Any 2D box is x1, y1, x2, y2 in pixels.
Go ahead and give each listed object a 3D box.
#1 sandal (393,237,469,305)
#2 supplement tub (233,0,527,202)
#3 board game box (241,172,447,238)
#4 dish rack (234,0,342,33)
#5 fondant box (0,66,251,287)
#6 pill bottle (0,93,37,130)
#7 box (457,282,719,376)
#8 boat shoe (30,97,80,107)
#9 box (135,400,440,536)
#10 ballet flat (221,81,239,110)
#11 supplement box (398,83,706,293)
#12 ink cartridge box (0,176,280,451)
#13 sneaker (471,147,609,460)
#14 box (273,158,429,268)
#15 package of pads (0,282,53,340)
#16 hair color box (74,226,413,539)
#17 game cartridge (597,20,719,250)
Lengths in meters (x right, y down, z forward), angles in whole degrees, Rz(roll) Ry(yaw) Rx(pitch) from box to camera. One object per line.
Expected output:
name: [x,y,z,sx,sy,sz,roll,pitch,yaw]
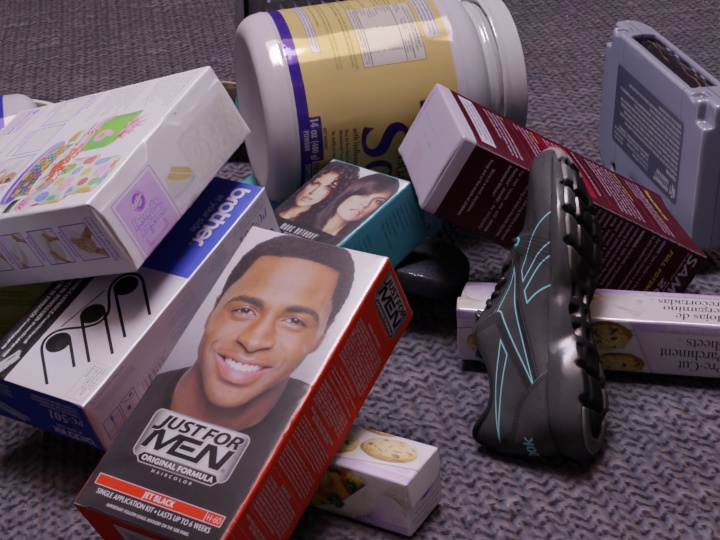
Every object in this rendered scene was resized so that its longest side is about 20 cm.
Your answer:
sandal: [0.000,0.000,1.055,0.200,0.043,0.076,10,22,40]
supplement tub: [0.013,-0.136,1.088,0.199,0.146,0.145,-10,28,-12]
board game box: [0.012,-0.078,1.185,0.151,0.047,0.200,11,31,26]
dish rack: [-0.035,-0.288,1.454,0.199,0.172,0.044,-12,51,-12]
fondant box: [-0.190,-0.057,0.938,0.200,0.058,0.144,-7,36,40]
pill bottle: [-0.315,-0.085,1.173,0.199,0.112,0.112,-10,28,-10]
box: [0.163,0.038,0.934,0.199,0.042,0.039,4,30,13]
boat shoe: [-0.229,-0.118,1.267,0.199,0.075,0.066,11,29,25]
box: [-0.047,0.107,0.850,0.199,0.039,0.041,13,33,29]
ballet flat: [-0.103,-0.142,1.297,0.199,0.071,0.065,-4,-4,34]
supplement box: [0.131,-0.048,0.994,0.200,0.061,0.109,24,21,-17]
ink cartridge box: [-0.145,0.018,0.910,0.094,0.044,0.200,13,50,31]
sneaker: [0.106,0.018,0.880,0.079,0.075,0.201,-8,66,26]
box: [-0.051,0.007,0.967,0.082,0.049,0.200,20,53,43]
package of pads: [-0.206,-0.003,1.052,0.199,0.068,0.155,2,27,12]
hair color box: [-0.061,0.076,0.806,0.101,0.061,0.200,12,57,29]
game cartridge: [0.235,-0.101,1.104,0.041,0.134,0.200,-9,29,-8]
